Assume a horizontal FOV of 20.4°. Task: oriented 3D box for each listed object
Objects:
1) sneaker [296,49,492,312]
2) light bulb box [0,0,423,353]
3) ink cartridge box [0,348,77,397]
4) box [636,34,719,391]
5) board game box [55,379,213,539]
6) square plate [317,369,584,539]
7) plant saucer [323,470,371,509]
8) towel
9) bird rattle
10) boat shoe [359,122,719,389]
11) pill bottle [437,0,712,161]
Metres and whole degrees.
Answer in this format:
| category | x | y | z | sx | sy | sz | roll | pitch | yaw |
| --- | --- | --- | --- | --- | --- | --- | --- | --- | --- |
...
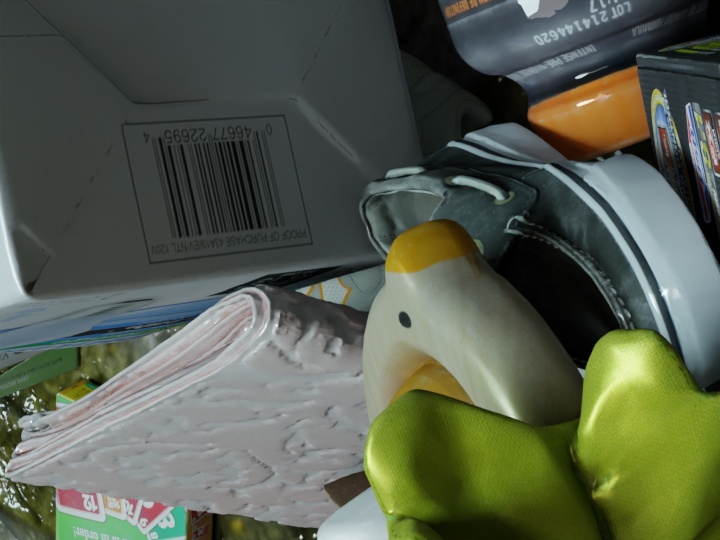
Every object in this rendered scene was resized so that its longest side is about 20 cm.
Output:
| category | x | y | z | sx | sy | sz | roll | pitch | yaw |
| --- | --- | --- | --- | --- | --- | --- | --- | --- | --- |
| sneaker | 0.000 | 0.000 | 0.846 | 0.092 | 0.076 | 0.201 | 27 | 125 | 25 |
| light bulb box | -0.114 | -0.039 | 0.754 | 0.199 | 0.197 | 0.126 | -17 | 83 | 46 |
| ink cartridge box | -0.156 | -0.017 | 0.951 | 0.059 | 0.103 | 0.202 | 24 | 122 | 35 |
| box | 0.133 | 0.030 | 0.599 | 0.044 | 0.160 | 0.202 | -12 | 97 | 1 |
| board game box | -0.120 | 0.164 | 1.052 | 0.095 | 0.030 | 0.202 | 23 | 124 | 33 |
| square plate | 0.117 | 0.116 | 0.702 | 0.200 | 0.197 | 0.028 | 52 | 151 | 12 |
| plant saucer | 0.073 | 0.134 | 0.789 | 0.200 | 0.200 | 0.037 | 38 | 89 | 24 |
| towel | -0.014 | 0.062 | 0.810 | 0.190 | 0.199 | 0.033 | -27 | 59 | 45 |
| bird rattle | 0.053 | 0.075 | 0.586 | 0.164 | 0.112 | 0.201 | 59 | 167 | 33 |
| boat shoe | 0.053 | 0.002 | 0.639 | 0.200 | 0.070 | 0.073 | -147 | 37 | -71 |
| pill bottle | 0.065 | -0.141 | 0.704 | 0.106 | 0.106 | 0.202 | -15 | 97 | 44 |
